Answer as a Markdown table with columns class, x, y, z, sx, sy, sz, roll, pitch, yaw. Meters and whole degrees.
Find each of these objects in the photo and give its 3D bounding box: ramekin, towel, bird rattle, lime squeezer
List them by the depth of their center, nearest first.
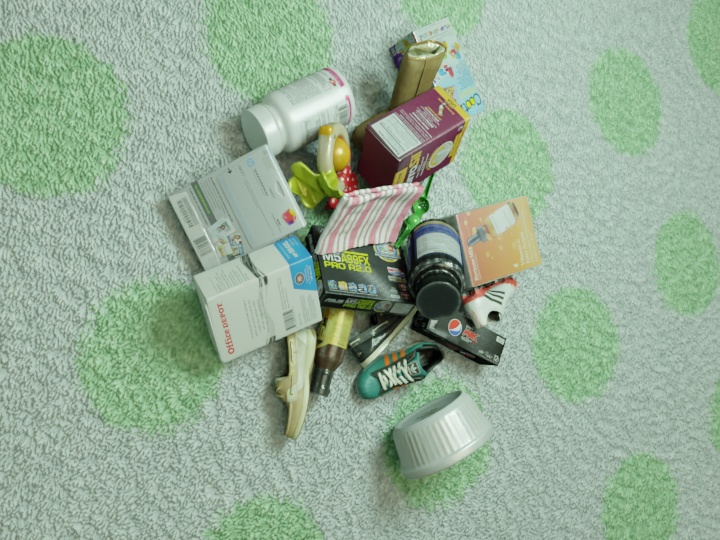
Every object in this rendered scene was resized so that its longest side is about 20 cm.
| class | x | y | z | sx | sy | sz | roll | pitch | yaw |
| --- | --- | --- | --- | --- | --- | --- | --- | --- | --- |
| towel | 0.018 | -0.094 | 1.317 | 0.197 | 0.148 | 0.030 | -14 | 56 | -38 |
| bird rattle | -0.042 | -0.188 | 1.320 | 0.199 | 0.110 | 0.168 | -14 | 111 | -63 |
| ramekin | 0.152 | 0.313 | 1.385 | 0.200 | 0.202 | 0.096 | -27 | 87 | -26 |
| lime squeezer | 0.119 | -0.119 | 1.465 | 0.037 | 0.071 | 0.203 | 28 | 74 | -3 |

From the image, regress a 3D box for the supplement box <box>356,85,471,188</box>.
| class | x | y | z | sx | sy | sz | roll | pitch | yaw |
| --- | --- | --- | --- | --- | --- | --- | --- | --- | --- |
| supplement box | 0.102 | -0.247 | 1.385 | 0.198 | 0.132 | 0.104 | -33 | 70 | -26 |

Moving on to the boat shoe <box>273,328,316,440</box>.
| class | x | y | z | sx | sy | sz | roll | pitch | yaw |
| --- | --- | --- | --- | --- | --- | --- | --- | --- | --- |
| boat shoe | -0.127 | 0.207 | 1.316 | 0.065 | 0.074 | 0.206 | 9 | 80 | -13 |

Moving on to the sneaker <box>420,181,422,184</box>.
| class | x | y | z | sx | sy | sz | roll | pitch | yaw |
| --- | --- | --- | --- | --- | --- | --- | --- | --- | --- |
| sneaker | 0.047 | -0.160 | 1.438 | 0.089 | 0.077 | 0.200 | 45 | 61 | -6 |

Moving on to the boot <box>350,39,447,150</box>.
| class | x | y | z | sx | sy | sz | roll | pitch | yaw |
| --- | --- | --- | --- | --- | --- | --- | --- | --- | --- |
| boot | 0.070 | -0.340 | 1.386 | 0.173 | 0.202 | 0.066 | -31 | 68 | -33 |

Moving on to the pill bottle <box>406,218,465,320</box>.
| class | x | y | z | sx | sy | sz | roll | pitch | yaw |
| --- | --- | --- | --- | --- | --- | --- | --- | --- | --- |
| pill bottle | 0.143 | -0.002 | 1.355 | 0.111 | 0.112 | 0.202 | 36 | 29 | -20 |

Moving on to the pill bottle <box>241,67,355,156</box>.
| class | x | y | z | sx | sy | sz | roll | pitch | yaw |
| --- | --- | --- | --- | --- | --- | --- | --- | --- | --- |
| pill bottle | -0.117 | -0.291 | 1.330 | 0.198 | 0.113 | 0.115 | -31 | 100 | -26 |

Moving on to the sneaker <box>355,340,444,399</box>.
| class | x | y | z | sx | sy | sz | roll | pitch | yaw |
| --- | --- | --- | --- | --- | --- | --- | --- | --- | --- |
| sneaker | 0.081 | 0.194 | 1.414 | 0.197 | 0.079 | 0.073 | -27 | 98 | -26 |

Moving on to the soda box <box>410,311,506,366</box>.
| class | x | y | z | sx | sy | sz | roll | pitch | yaw |
| --- | --- | --- | --- | --- | --- | --- | --- | --- | --- |
| soda box | 0.206 | 0.132 | 1.489 | 0.197 | 0.070 | 0.065 | 29 | 75 | -22 |

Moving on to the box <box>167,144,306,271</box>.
| class | x | y | z | sx | sy | sz | roll | pitch | yaw |
| --- | --- | --- | --- | --- | --- | --- | --- | --- | --- |
| box | -0.215 | -0.106 | 1.251 | 0.197 | 0.041 | 0.159 | -26 | 99 | 7 |

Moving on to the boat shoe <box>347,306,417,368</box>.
| class | x | y | z | sx | sy | sz | roll | pitch | yaw |
| --- | --- | --- | --- | --- | --- | --- | --- | --- | --- |
| boat shoe | 0.053 | 0.104 | 1.416 | 0.068 | 0.072 | 0.199 | 43 | 61 | 9 |

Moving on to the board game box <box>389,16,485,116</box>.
| class | x | y | z | sx | sy | sz | roll | pitch | yaw |
| --- | --- | --- | --- | --- | --- | --- | --- | --- | --- |
| board game box | 0.160 | -0.401 | 1.489 | 0.104 | 0.102 | 0.204 | -27 | 98 | -26 |

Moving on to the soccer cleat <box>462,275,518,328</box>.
| class | x | y | z | sx | sy | sz | roll | pitch | yaw |
| --- | --- | --- | --- | --- | --- | --- | --- | --- | --- |
| soccer cleat | 0.283 | 0.067 | 1.513 | 0.198 | 0.068 | 0.087 | -15 | 81 | -52 |

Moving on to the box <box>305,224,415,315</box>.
| class | x | y | z | sx | sy | sz | roll | pitch | yaw |
| --- | --- | --- | --- | --- | --- | --- | --- | --- | --- |
| box | 0.000 | 0.000 | 1.364 | 0.196 | 0.044 | 0.163 | 9 | 50 | -27 |

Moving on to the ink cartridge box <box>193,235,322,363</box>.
| class | x | y | z | sx | sy | sz | roll | pitch | yaw |
| --- | --- | --- | --- | --- | --- | --- | --- | --- | --- |
| ink cartridge box | -0.177 | 0.049 | 1.241 | 0.196 | 0.084 | 0.149 | -22 | 131 | -19 |

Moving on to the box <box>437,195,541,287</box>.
| class | x | y | z | sx | sy | sz | roll | pitch | yaw |
| --- | --- | --- | --- | --- | --- | --- | --- | --- | --- |
| box | 0.267 | -0.059 | 1.517 | 0.196 | 0.106 | 0.156 | -16 | 94 | -28 |

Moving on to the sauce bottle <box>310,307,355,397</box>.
| class | x | y | z | sx | sy | sz | roll | pitch | yaw |
| --- | --- | --- | --- | --- | --- | --- | --- | --- | --- |
| sauce bottle | -0.055 | 0.136 | 1.357 | 0.064 | 0.064 | 0.205 | 20 | 76 | -24 |
